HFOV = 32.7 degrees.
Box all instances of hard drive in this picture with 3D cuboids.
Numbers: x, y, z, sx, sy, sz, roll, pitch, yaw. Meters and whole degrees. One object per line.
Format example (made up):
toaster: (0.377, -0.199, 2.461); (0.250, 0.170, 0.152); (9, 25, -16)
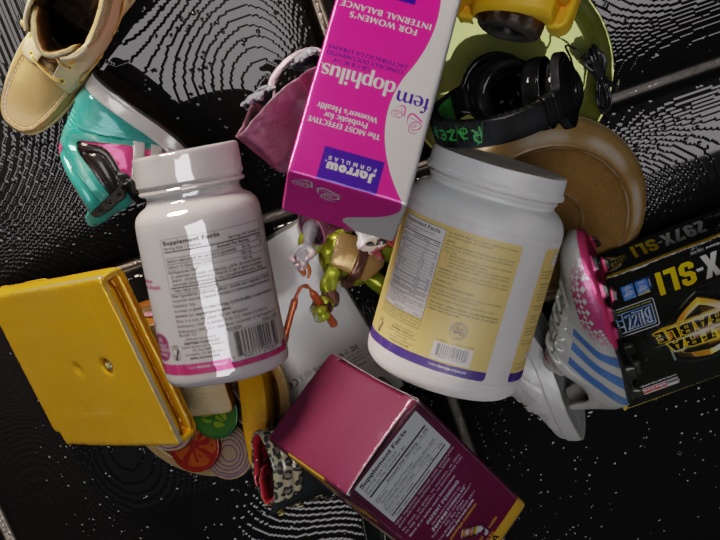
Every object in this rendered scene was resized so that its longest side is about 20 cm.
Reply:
hard drive: (-0.062, 0.063, 1.233); (0.131, 0.027, 0.201); (-29, 105, 8)

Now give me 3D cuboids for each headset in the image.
headset: (0.151, -0.146, 1.081); (0.199, 0.123, 0.095); (-33, 118, -31)

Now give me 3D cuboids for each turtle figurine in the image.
turtle figurine: (0.000, 0.000, 1.181); (0.160, 0.064, 0.201); (22, 68, -14)

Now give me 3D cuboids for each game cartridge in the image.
game cartridge: (-0.261, 0.087, 1.179); (0.199, 0.032, 0.177); (-6, 113, 44)

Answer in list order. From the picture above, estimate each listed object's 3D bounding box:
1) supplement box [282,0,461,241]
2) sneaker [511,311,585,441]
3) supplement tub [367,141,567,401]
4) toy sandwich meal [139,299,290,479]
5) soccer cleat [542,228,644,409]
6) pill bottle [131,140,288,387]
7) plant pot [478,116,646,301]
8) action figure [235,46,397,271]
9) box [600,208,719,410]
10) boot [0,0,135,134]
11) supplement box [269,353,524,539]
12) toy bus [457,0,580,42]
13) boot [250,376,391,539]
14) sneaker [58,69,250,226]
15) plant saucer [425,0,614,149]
supplement box: (0.010, -0.141, 1.010); (0.100, 0.103, 0.202); (15, 75, -2)
sneaker: (0.144, 0.100, 1.232); (0.115, 0.074, 0.201); (-18, 118, 25)
supplement tub: (0.097, -0.001, 1.090); (0.144, 0.145, 0.202); (14, 101, -5)
toy sandwich meal: (-0.163, 0.122, 1.207); (0.203, 0.070, 0.207); (5, 111, 12)
soccer cleat: (0.202, 0.055, 1.136); (0.086, 0.070, 0.201); (-13, 122, 18)
pill bottle: (-0.135, -0.008, 1.082); (0.112, 0.113, 0.202); (-10, 97, 2)
plant pot: (0.181, -0.052, 1.179); (0.198, 0.028, 0.202); (-3, 119, -5)
action figure: (-0.033, -0.090, 1.123); (0.133, 0.149, 0.201); (-33, 108, 3)
box: (0.326, 0.032, 1.199); (0.199, 0.049, 0.161); (-20, 118, 5)
boot: (-0.269, -0.196, 1.084); (0.073, 0.156, 0.200); (38, 103, -11)
supplement box: (0.036, 0.184, 1.115); (0.103, 0.131, 0.200); (-52, 127, -10)
toy bus: (0.090, -0.288, 1.021); (0.198, 0.192, 0.137); (14, 87, 13)
boot: (-0.029, 0.215, 1.215); (0.153, 0.073, 0.205); (-17, 121, -26)
sneaker: (-0.204, -0.081, 1.158); (0.200, 0.084, 0.121); (39, 104, -12)
plant saucer: (0.137, -0.188, 1.157); (0.198, 0.031, 0.202); (0, 108, 0)
